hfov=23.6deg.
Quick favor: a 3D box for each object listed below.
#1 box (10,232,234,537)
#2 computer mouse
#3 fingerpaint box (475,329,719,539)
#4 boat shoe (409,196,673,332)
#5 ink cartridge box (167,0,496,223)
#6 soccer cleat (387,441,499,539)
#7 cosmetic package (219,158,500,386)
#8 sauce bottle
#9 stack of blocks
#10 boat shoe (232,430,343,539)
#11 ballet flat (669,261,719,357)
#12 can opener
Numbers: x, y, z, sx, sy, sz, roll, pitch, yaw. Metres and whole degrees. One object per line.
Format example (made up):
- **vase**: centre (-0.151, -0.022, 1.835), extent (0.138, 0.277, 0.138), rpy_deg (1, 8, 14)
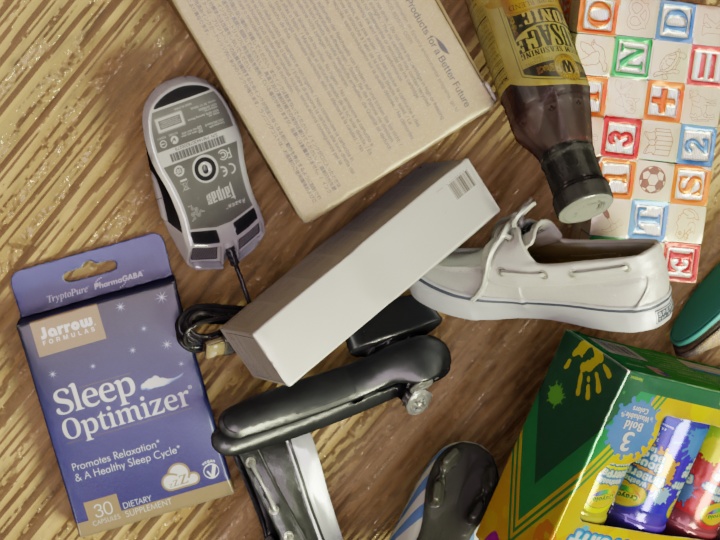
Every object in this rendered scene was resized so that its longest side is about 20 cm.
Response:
- **box**: centre (-0.176, 0.084, 1.264), extent (0.120, 0.032, 0.202), rpy_deg (-16, 101, -3)
- **computer mouse**: centre (-0.106, -0.041, 1.239), extent (0.109, 0.044, 0.202), rpy_deg (-20, 99, -22)
- **fingerpaint box**: centre (0.204, 0.147, 1.248), extent (0.199, 0.073, 0.168), rpy_deg (15, 104, -39)
- **boat shoe**: centre (0.121, -0.012, 1.216), extent (0.200, 0.075, 0.087), rpy_deg (8, 120, 32)
- **ink cartridge box**: centre (-0.025, -0.162, 1.213), extent (0.164, 0.075, 0.201), rpy_deg (-31, 102, -2)
- **soccer cleat**: centre (0.045, 0.220, 1.261), extent (0.069, 0.086, 0.201), rpy_deg (29, 73, 5)
- **cosmetic package**: centre (0.000, 0.000, 1.215), extent (0.199, 0.082, 0.051), rpy_deg (-39, 106, -15)
- **sauce bottle**: centre (0.126, -0.130, 1.194), extent (0.065, 0.066, 0.202), rpy_deg (-18, 69, -3)
- **stack of blocks**: centre (0.197, -0.098, 1.258), extent (0.114, 0.059, 0.203), rpy_deg (4, 100, -7)
- **boat shoe**: centre (-0.048, 0.211, 1.273), extent (0.067, 0.073, 0.202), rpy_deg (-19, 102, -20)
- **ballet flat**: centre (0.314, -0.004, 1.286), extent (0.067, 0.068, 0.201), rpy_deg (34, 97, -18)
- **can opener**: centre (-0.019, 0.088, 1.250), extent (0.199, 0.064, 0.079), rpy_deg (-25, 60, -22)
